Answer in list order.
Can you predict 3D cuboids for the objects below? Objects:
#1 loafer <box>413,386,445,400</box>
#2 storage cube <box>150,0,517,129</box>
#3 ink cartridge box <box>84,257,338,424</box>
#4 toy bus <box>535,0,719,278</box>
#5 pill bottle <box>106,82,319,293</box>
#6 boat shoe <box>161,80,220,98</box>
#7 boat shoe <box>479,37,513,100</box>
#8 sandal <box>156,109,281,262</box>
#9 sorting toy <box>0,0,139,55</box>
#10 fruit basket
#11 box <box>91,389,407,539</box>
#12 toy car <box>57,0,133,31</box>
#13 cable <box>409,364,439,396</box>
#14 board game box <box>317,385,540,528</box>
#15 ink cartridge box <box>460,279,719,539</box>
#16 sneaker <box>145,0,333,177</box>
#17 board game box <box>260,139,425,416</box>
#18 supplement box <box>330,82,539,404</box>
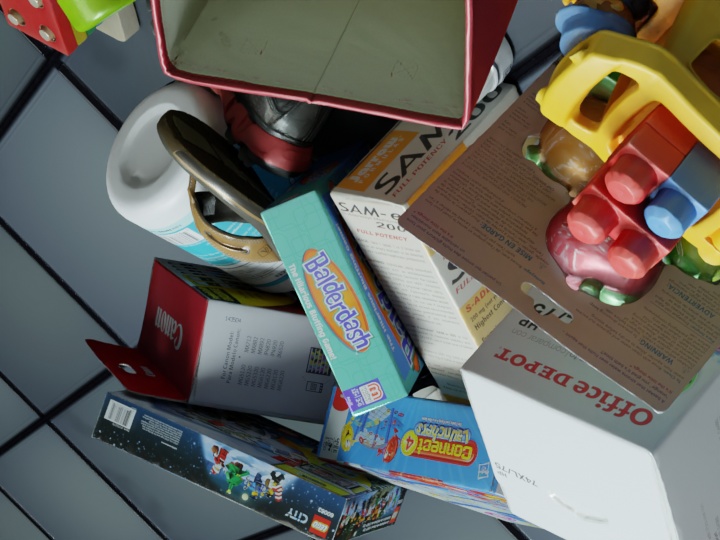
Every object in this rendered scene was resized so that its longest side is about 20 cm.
[{"bbox_3d":[0.031,0.101,1.744,0.070,0.070,0.200,53,146,-8],"label":"loafer"},{"bbox_3d":[-0.003,-0.206,1.088,0.171,0.180,0.200,11,137,13],"label":"storage cube"},{"bbox_3d":[-0.107,0.050,1.620,0.175,0.084,0.200,10,-174,-19],"label":"ink cartridge box"},{"bbox_3d":[0.161,-0.098,1.090,0.200,0.192,0.136,44,157,2],"label":"toy bus"},{"bbox_3d":[-0.085,-0.052,1.570,0.111,0.111,0.200,13,167,48],"label":"pill bottle"},{"bbox_3d":[-0.109,-0.071,1.664,0.063,0.074,0.201,4,140,42],"label":"boat shoe"},{"bbox_3d":[0.011,-0.180,1.326,0.200,0.066,0.072,50,154,-15],"label":"boat shoe"},{"bbox_3d":[-0.083,-0.036,1.468,0.200,0.055,0.082,46,-170,-47],"label":"sandal"},{"bbox_3d":[-0.283,-0.271,1.614,0.199,0.070,0.200,29,152,28],"label":"sorting toy"},{"bbox_3d":[0.149,-0.030,1.200,0.185,0.200,0.094,36,152,14],"label":"fruit basket"},{"bbox_3d":[-0.078,0.139,1.539,0.200,0.038,0.137,22,-173,19],"label":"box"},{"bbox_3d":[-0.137,-0.273,1.322,0.200,0.158,0.164,-23,103,51],"label":"toy car"},{"bbox_3d":[0.106,0.099,1.582,0.200,0.051,0.163,-5,155,26],"label":"cable"},{"bbox_3d":[0.106,0.141,1.474,0.200,0.056,0.196,22,170,-35],"label":"board game box"},{"bbox_3d":[0.188,0.064,1.289,0.147,0.200,0.146,23,148,36],"label":"ink cartridge box"},{"bbox_3d":[-0.078,-0.161,1.484,0.098,0.071,0.200,-52,56,25],"label":"sneaker"},{"bbox_3d":[0.000,0.000,1.465,0.152,0.045,0.200,66,-165,-9],"label":"board game box"},{"bbox_3d":[0.081,-0.014,1.413,0.074,0.126,0.200,13,143,46],"label":"supplement box"}]
